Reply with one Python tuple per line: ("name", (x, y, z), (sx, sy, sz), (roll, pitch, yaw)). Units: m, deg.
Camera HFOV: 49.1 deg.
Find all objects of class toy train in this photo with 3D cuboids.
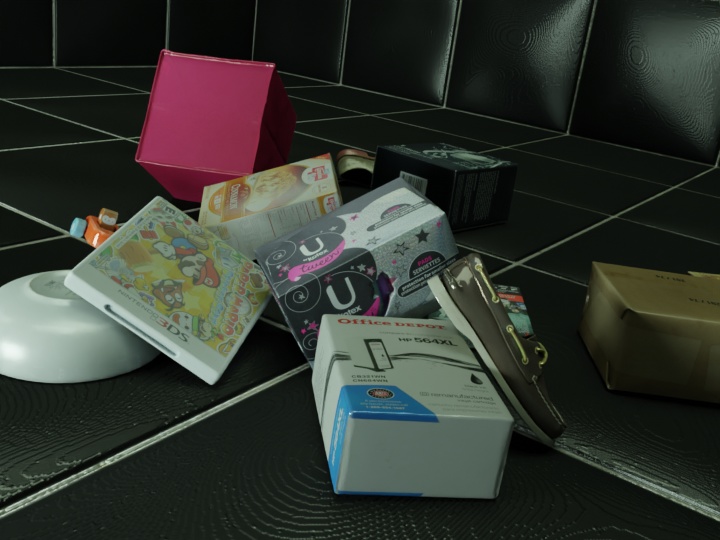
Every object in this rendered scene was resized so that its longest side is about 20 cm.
("toy train", (-0.247, -0.025, 0.973), (0.200, 0.056, 0.150), (21, 11, -30))

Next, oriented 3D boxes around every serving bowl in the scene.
("serving bowl", (-0.310, 0.044, 0.846), (0.199, 0.066, 0.200), (6, 19, -2))

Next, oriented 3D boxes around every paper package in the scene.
("paper package", (0.388, 0.075, 0.962), (0.199, 0.104, 0.191), (7, 18, 1))

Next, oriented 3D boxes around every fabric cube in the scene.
("fabric cube", (-0.234, -0.228, 1.324), (0.196, 0.201, 0.199), (9, -12, 8))

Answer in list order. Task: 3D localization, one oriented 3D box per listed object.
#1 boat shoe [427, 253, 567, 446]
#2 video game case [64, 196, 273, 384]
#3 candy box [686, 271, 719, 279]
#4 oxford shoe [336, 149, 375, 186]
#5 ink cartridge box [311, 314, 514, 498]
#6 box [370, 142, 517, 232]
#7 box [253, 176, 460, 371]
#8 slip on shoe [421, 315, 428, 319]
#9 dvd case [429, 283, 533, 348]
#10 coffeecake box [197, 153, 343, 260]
("boat shoe", (0.145, 0.077, 0.768), (0.059, 0.200, 0.072), (-35, -3, 5))
("video game case", (-0.195, 0.013, 0.871), (0.182, 0.023, 0.200), (36, 30, -6))
("candy box", (0.594, 0.054, 1.164), (0.199, 0.055, 0.115), (5, 20, -6))
("oxford shoe", (0.045, -0.201, 1.684), (0.199, 0.071, 0.075), (6, 46, -7))
("ink cartridge box", (0.038, 0.119, 0.739), (0.146, 0.085, 0.200), (4, 21, -12))
("box", (0.158, -0.164, 1.512), (0.200, 0.124, 0.196), (25, 24, 39))
("box", (0.000, 0.000, 0.885), (0.200, 0.115, 0.132), (-28, 30, -7))
("slip on shoe", (0.032, 0.046, 0.970), (0.076, 0.061, 0.200), (1, 21, -17))
("dvd case", (0.151, 0.055, 1.050), (0.146, 0.022, 0.200), (8, 18, 1))
("coffeecake box", (-0.126, -0.088, 1.146), (0.199, 0.073, 0.154), (-15, 28, 1))
